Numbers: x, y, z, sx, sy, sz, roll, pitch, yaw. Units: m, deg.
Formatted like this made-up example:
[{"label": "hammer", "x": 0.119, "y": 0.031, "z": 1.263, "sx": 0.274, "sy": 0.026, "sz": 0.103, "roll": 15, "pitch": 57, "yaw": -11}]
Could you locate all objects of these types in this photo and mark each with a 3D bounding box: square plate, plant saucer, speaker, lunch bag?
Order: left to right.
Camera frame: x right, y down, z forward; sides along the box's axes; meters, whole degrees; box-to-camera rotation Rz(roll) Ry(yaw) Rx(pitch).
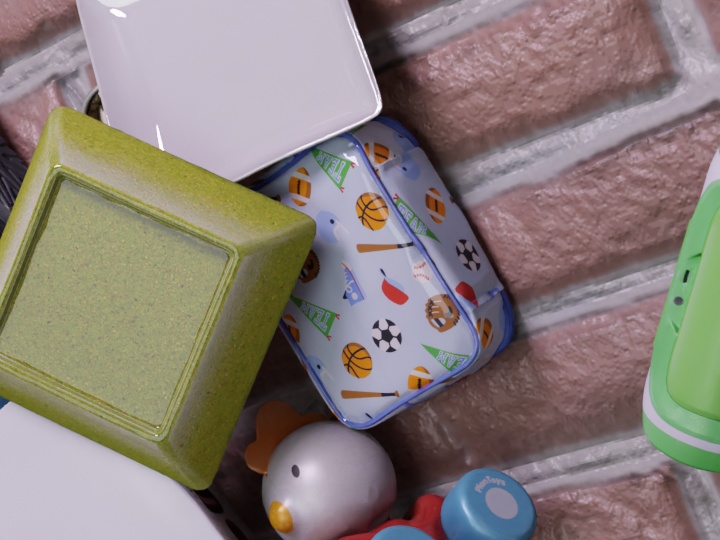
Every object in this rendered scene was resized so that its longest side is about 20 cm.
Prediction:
[{"label": "plant saucer", "x": -0.157, "y": 0.020, "z": 1.082, "sx": 0.199, "sy": 0.048, "sz": 0.200, "roll": 24, "pitch": 98, "yaw": 9}, {"label": "square plate", "x": -0.091, "y": -0.148, "z": 1.128, "sx": 0.200, "sy": 0.028, "sz": 0.199, "roll": -25, "pitch": 68, "yaw": 20}, {"label": "lunch bag", "x": 0.000, "y": 0.000, "z": 1.138, "sx": 0.160, "sy": 0.075, "sz": 0.200, "roll": -33, "pitch": 85, "yaw": 37}, {"label": "speaker", "x": 0.230, "y": 0.017, "z": 0.990, "sx": 0.088, "sy": 0.088, "sz": 0.201, "roll": 23, "pitch": 115, "yaw": 25}]

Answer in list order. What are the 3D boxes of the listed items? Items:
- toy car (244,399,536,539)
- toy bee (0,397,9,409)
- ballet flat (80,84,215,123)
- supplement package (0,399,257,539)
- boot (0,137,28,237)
[{"label": "toy car", "x": -0.019, "y": 0.177, "z": 1.141, "sx": 0.200, "sy": 0.177, "sz": 0.185, "roll": 47, "pitch": 134, "yaw": 17}, {"label": "toy bee", "x": -0.316, "y": 0.108, "z": 1.359, "sx": 0.131, "sy": 0.109, "sz": 0.200, "roll": 27, "pitch": 89, "yaw": 15}, {"label": "ballet flat", "x": -0.116, "y": -0.112, "z": 1.185, "sx": 0.199, "sy": 0.064, "sz": 0.068, "roll": 1, "pitch": 104, "yaw": 32}, {"label": "supplement package", "x": -0.186, "y": 0.186, "z": 1.205, "sx": 0.147, "sy": 0.200, "sz": 0.191, "roll": -40, "pitch": 80, "yaw": -4}, {"label": "boot", "x": -0.366, "y": -0.059, "z": 1.343, "sx": 0.200, "sy": 0.066, "sz": 0.165, "roll": -29, "pitch": 103, "yaw": 37}]
